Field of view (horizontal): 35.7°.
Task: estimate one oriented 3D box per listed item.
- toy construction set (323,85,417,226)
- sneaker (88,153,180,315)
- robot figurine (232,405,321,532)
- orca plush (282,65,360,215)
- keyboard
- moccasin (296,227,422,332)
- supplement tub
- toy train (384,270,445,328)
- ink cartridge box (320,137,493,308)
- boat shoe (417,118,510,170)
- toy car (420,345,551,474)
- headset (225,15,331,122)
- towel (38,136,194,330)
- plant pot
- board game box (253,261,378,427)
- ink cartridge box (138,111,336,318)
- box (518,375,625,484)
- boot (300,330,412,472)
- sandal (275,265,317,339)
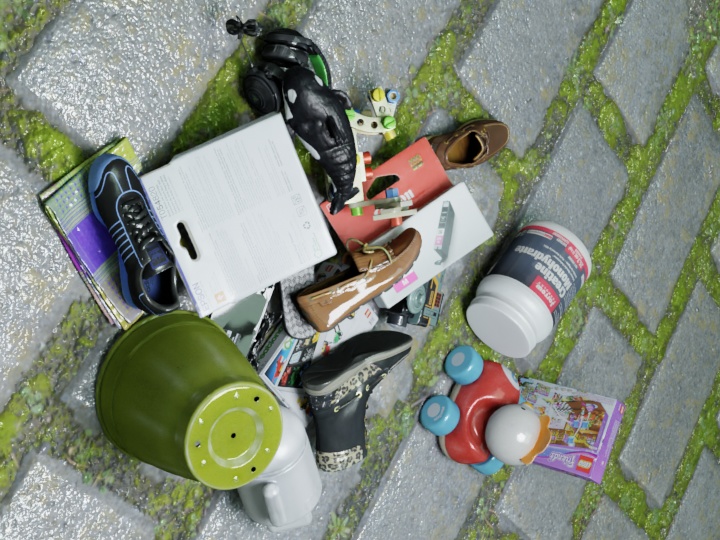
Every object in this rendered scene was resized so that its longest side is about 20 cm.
[{"bbox_3d":[0.010,-0.154,1.570,0.129,0.092,0.203,-9,80,-13],"label":"toy construction set"},{"bbox_3d":[-0.261,-0.042,1.331,0.070,0.077,0.202,-30,116,-36],"label":"sneaker"},{"bbox_3d":[-0.118,0.262,1.506,0.111,0.170,0.202,-15,126,-1],"label":"robot figurine"},{"bbox_3d":[-0.046,-0.165,1.449,0.104,0.071,0.202,-14,114,-14],"label":"orca plush"},{"bbox_3d":[-0.175,0.097,1.493,0.103,0.040,0.202,21,92,-30],"label":"keyboard"},{"bbox_3d":[-0.001,0.000,1.532,0.200,0.074,0.078,-34,107,-11],"label":"moccasin"},{"bbox_3d":[0.277,0.029,1.841,0.200,0.139,0.141,-50,126,-26],"label":"supplement tub"},{"bbox_3d":[0.087,-0.007,1.702,0.114,0.084,0.203,21,80,-56],"label":"toy train"},{"bbox_3d":[0.068,-0.072,1.614,0.199,0.044,0.175,-34,98,-15],"label":"ink cartridge box"},{"bbox_3d":[0.174,-0.193,1.758,0.199,0.067,0.073,-21,110,-40],"label":"boat shoe"},{"bbox_3d":[0.236,0.240,1.792,0.184,0.199,0.178,43,67,-39],"label":"toy car"},{"bbox_3d":[-0.102,-0.264,1.467,0.200,0.093,0.125,38,70,-42],"label":"headset"},{"bbox_3d":[-0.291,-0.045,1.370,0.144,0.023,0.202,-43,123,-30],"label":"towel"},{"bbox_3d":[-0.192,0.170,1.357,0.198,0.192,0.203,-10,108,-33],"label":"plant pot"},{"bbox_3d":[-0.064,0.105,1.600,0.201,0.034,0.127,-55,129,-23],"label":"board game box"},{"bbox_3d":[-0.155,-0.071,1.418,0.198,0.041,0.202,-25,106,-11],"label":"ink cartridge box"},{"bbox_3d":[0.335,0.266,1.890,0.039,0.199,0.138,34,74,-44],"label":"box"},{"bbox_3d":[-0.001,0.184,1.609,0.202,0.073,0.156,-25,120,-41],"label":"boot"},{"bbox_3d":[-0.095,-0.006,1.541,0.074,0.045,0.203,-7,98,-22],"label":"sandal"}]
